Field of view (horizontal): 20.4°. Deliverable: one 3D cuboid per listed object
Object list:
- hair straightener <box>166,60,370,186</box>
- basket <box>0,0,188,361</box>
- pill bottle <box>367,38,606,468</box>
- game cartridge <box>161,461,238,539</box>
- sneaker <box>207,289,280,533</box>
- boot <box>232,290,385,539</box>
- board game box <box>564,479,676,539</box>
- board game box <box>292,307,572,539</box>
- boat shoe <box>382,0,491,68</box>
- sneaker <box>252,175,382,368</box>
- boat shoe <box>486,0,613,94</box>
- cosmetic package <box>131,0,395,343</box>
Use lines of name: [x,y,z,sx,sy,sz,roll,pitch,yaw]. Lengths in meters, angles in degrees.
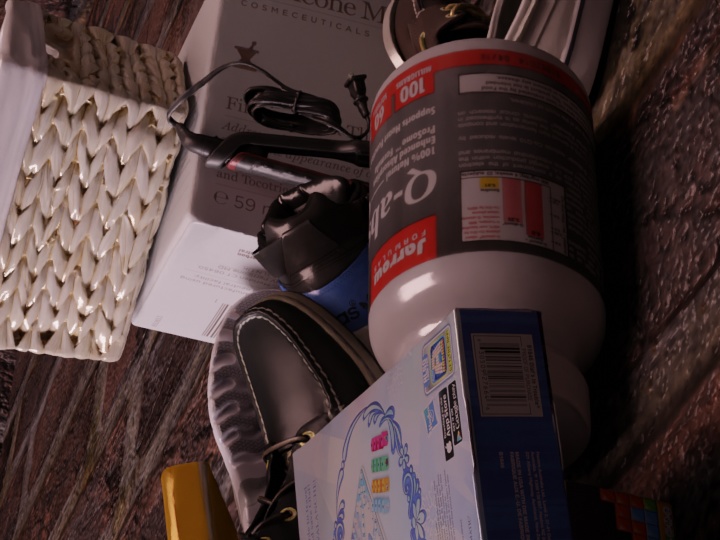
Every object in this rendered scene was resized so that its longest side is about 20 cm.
hair straightener: [-0.018,-0.081,1.196,0.041,0.199,0.077,69,-146,-77]
basket: [-0.192,-0.054,1.293,0.136,0.123,0.201,-108,32,-65]
pill bottle: [0.061,-0.004,0.975,0.116,0.115,0.201,122,155,-49]
game cartridge: [-0.075,0.236,1.134,0.177,0.032,0.201,77,-175,-56]
sneaker: [-0.056,0.113,1.244,0.082,0.074,0.201,133,132,-81]
boot: [-0.042,0.117,0.949,0.073,0.153,0.204,-37,76,48]
board game box: [0.073,0.215,0.850,0.166,0.056,0.200,-89,20,-44]
board game box: [0.029,0.142,0.814,0.199,0.043,0.201,136,132,-60]
boat shoe: [0.061,-0.119,1.178,0.060,0.071,0.201,-58,26,33]
sneaker: [0.001,-0.001,1.098,0.076,0.112,0.200,-29,-5,14]
boat shoe: [0.103,-0.180,1.079,0.072,0.065,0.201,180,103,-75]
cosmetic package: [-0.044,-0.065,1.317,0.166,0.166,0.201,127,152,-58]
